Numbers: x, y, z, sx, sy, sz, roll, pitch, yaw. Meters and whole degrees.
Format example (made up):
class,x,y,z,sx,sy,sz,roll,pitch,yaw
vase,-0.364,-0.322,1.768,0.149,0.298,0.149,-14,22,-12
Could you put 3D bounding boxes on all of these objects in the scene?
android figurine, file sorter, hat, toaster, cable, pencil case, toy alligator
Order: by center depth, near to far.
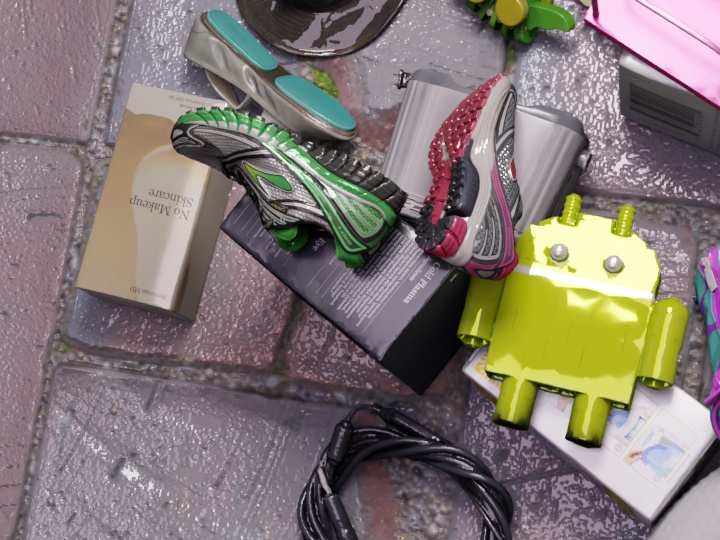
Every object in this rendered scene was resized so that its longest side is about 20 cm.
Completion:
class,x,y,z,sx,sy,sz,roll,pitch,yaw
file sorter,0.282,-0.253,1.276,0.139,0.125,0.201,35,87,13
android figurine,0.174,0.037,1.354,0.181,0.041,0.201,14,79,15
pencil case,0.316,0.058,1.354,0.092,0.201,0.085,30,122,-14
cable,0.040,0.220,1.457,0.199,0.051,0.164,30,87,16
toaster,0.097,-0.093,1.473,0.199,0.114,0.130,20,86,15
toy alligator,0.110,-0.262,1.536,0.200,0.059,0.054,38,130,17
hat,-0.037,-0.305,1.561,0.199,0.081,0.202,-2,80,12

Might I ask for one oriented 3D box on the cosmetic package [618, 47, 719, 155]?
class,x,y,z,sx,sy,sz,roll,pitch,yaw
cosmetic package,0.330,-0.211,1.410,0.164,0.165,0.201,23,86,12

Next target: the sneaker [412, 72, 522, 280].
class,x,y,z,sx,sy,sz,roll,pitch,yaw
sneaker,0.098,-0.076,1.352,0.074,0.081,0.201,31,50,-20

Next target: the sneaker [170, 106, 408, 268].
class,x,y,z,sx,sy,sz,roll,pitch,yaw
sneaker,-0.067,-0.068,1.317,0.199,0.078,0.086,25,86,16

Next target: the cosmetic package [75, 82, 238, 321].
class,x,y,z,sx,sy,sz,roll,pitch,yaw
cosmetic package,-0.184,-0.063,1.554,0.104,0.071,0.202,11,82,15

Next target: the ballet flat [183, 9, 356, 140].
class,x,y,z,sx,sy,sz,roll,pitch,yaw
ballet flat,-0.087,-0.167,1.565,0.200,0.067,0.064,41,118,18

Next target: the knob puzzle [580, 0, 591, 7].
class,x,y,z,sx,sy,sz,roll,pitch,yaw
knob puzzle,0.235,-0.314,1.462,0.030,0.219,0.222,5,78,-24

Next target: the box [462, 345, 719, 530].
class,x,y,z,sx,sy,sz,roll,pitch,yaw
box,0.197,0.114,1.407,0.200,0.113,0.102,38,87,17

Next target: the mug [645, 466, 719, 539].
class,x,y,z,sx,sy,sz,roll,pitch,yaw
mug,0.332,0.248,1.345,0.175,0.148,0.201,-31,106,7

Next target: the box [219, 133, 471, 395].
class,x,y,z,sx,sy,sz,roll,pitch,yaw
box,0.000,0.000,1.431,0.182,0.200,0.104,38,88,18
